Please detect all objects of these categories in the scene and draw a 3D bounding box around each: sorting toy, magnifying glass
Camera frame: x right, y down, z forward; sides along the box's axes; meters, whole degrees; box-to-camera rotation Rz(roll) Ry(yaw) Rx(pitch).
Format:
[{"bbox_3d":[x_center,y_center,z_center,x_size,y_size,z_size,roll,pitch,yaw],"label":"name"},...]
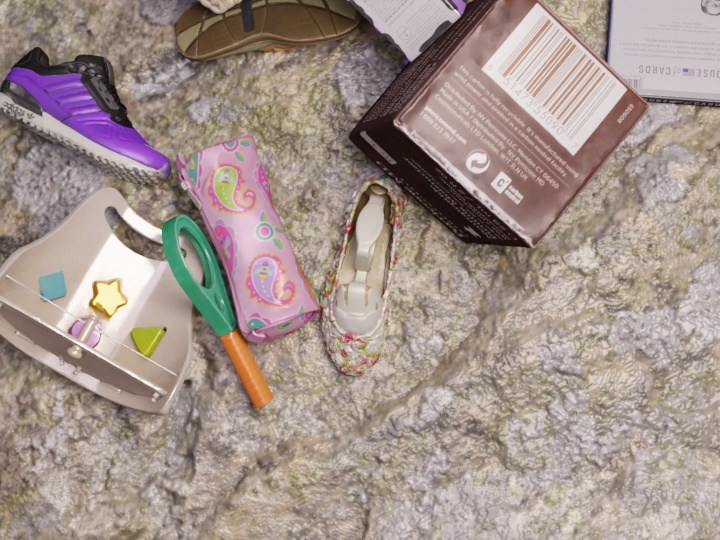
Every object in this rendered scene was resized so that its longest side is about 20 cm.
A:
[{"bbox_3d":[-0.239,0.019,1.247,0.200,0.107,0.180,32,70,-10],"label":"sorting toy"},{"bbox_3d":[-0.135,0.039,1.234,0.022,0.080,0.200,-22,100,15],"label":"magnifying glass"}]

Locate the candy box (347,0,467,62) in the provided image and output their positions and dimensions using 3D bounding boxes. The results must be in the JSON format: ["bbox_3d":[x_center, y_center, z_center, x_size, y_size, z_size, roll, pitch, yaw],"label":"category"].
[{"bbox_3d":[0.013,-0.313,1.197,0.200,0.168,0.072,42,121,-12],"label":"candy box"}]

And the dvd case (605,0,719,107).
[{"bbox_3d":[0.322,-0.263,1.271,0.150,0.025,0.200,5,82,6],"label":"dvd case"}]

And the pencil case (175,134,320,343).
[{"bbox_3d":[-0.109,-0.031,1.243,0.087,0.087,0.200,-23,81,1],"label":"pencil case"}]

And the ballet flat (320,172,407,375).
[{"bbox_3d":[0.000,0.000,1.241,0.075,0.064,0.200,6,82,5],"label":"ballet flat"}]

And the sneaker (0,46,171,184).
[{"bbox_3d":[-0.266,-0.164,1.288,0.200,0.070,0.100,27,82,8],"label":"sneaker"}]

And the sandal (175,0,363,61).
[{"bbox_3d":[-0.089,-0.249,1.297,0.200,0.054,0.081,-10,74,19],"label":"sandal"}]

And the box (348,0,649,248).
[{"bbox_3d":[0.116,-0.133,1.156,0.166,0.200,0.164,40,84,-10],"label":"box"}]

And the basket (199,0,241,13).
[{"bbox_3d":[-0.156,-0.369,1.256,0.123,0.136,0.200,-34,65,15],"label":"basket"}]
